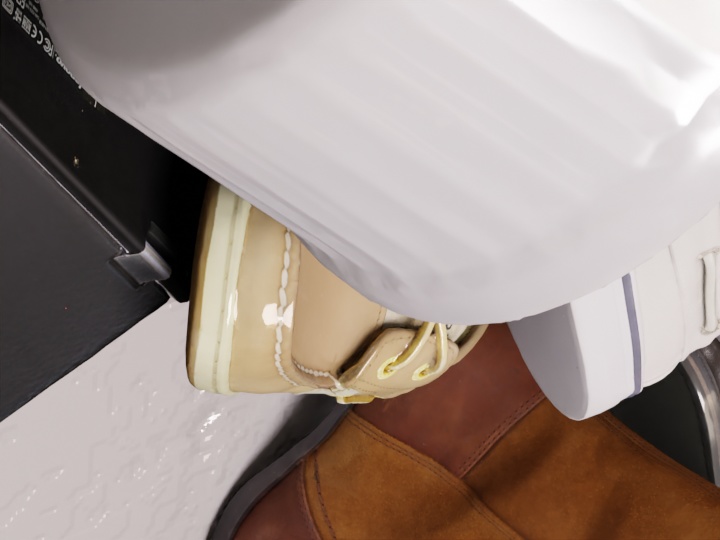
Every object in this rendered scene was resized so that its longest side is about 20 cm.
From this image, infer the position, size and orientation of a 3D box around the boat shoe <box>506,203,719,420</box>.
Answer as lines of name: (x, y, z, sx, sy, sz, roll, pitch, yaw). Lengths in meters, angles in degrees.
boat shoe: (0.070, -0.045, 0.693, 0.065, 0.072, 0.201, -24, 129, -16)

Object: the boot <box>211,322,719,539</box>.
boot: (0.045, 0.116, 0.805, 0.068, 0.200, 0.189, 9, 115, -48)

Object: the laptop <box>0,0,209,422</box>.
laptop: (-0.126, -0.054, 0.605, 0.187, 0.115, 0.201, 50, 41, -54)

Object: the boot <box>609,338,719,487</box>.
boot: (0.187, 0.036, 0.976, 0.174, 0.069, 0.200, -39, 141, -8)

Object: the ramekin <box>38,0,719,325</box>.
ramekin: (0.017, -0.099, 0.554, 0.097, 0.200, 0.201, 27, 102, -36)

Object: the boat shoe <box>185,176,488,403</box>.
boat shoe: (0.000, 0.000, 0.704, 0.200, 0.066, 0.075, -17, 116, -79)
